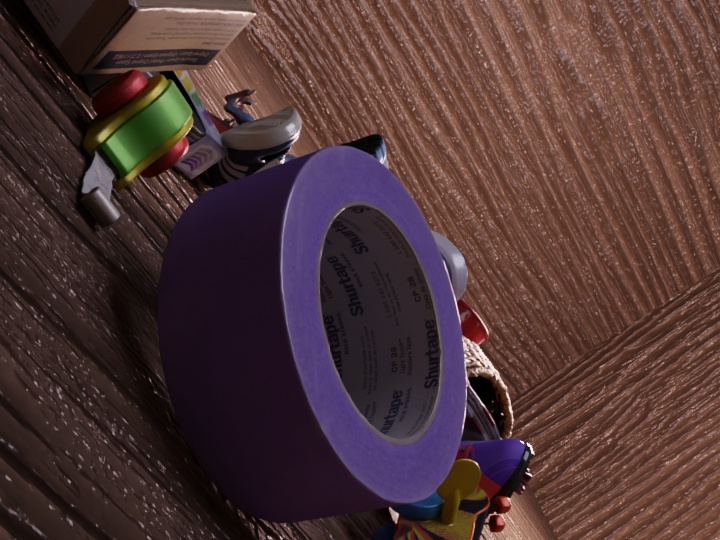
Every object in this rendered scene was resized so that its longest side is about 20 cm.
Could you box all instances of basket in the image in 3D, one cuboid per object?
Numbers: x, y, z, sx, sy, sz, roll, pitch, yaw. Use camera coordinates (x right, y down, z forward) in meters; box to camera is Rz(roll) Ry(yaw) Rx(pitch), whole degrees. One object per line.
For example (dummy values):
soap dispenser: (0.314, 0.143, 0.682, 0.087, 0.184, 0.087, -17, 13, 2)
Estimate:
basket: (0.127, 0.188, 1.335, 0.200, 0.142, 0.150, 52, 7, -50)

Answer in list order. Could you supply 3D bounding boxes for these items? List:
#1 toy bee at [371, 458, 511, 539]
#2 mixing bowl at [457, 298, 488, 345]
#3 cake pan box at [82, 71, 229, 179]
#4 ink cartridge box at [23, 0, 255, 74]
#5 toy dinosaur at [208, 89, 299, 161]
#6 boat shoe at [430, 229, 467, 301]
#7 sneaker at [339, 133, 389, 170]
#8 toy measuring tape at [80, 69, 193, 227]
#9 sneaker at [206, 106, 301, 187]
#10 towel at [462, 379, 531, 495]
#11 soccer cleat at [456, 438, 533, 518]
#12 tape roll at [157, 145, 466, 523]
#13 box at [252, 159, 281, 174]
toy bee: (0.065, 0.184, 0.795, 0.202, 0.107, 0.132, -85, -173, -46)
mixing bowl: (0.061, 0.072, 1.412, 0.199, 0.109, 0.200, 36, -13, 10)
cake pan box: (-0.200, -0.190, 0.902, 0.202, 0.052, 0.184, 62, 8, 24)
ink cartridge box: (-0.191, -0.243, 0.773, 0.201, 0.075, 0.164, 55, 28, 7)
toy dinosaur: (-0.126, -0.099, 1.169, 0.197, 0.105, 0.184, 9, 51, -32)
boat shoe: (0.000, 0.000, 0.899, 0.198, 0.065, 0.075, 6, -74, 45)
sneaker: (0.002, -0.037, 0.805, 0.201, 0.074, 0.088, -96, 161, -63)
toy measuring tape: (-0.145, -0.087, 0.698, 0.074, 0.073, 0.200, 56, 5, -24)
sneaker: (-0.095, -0.099, 1.007, 0.199, 0.074, 0.086, 6, -61, 69)
towel: (0.063, 0.109, 0.954, 0.143, 0.023, 0.201, 11, -41, 57)
soccer cleat: (0.073, 0.174, 0.910, 0.073, 0.068, 0.200, 42, -31, -6)
tape roll: (-0.020, 0.037, 0.608, 0.199, 0.084, 0.203, 33, 50, -50)
box: (-0.041, 0.040, 0.796, 0.201, 0.097, 0.125, 56, 4, -30)
